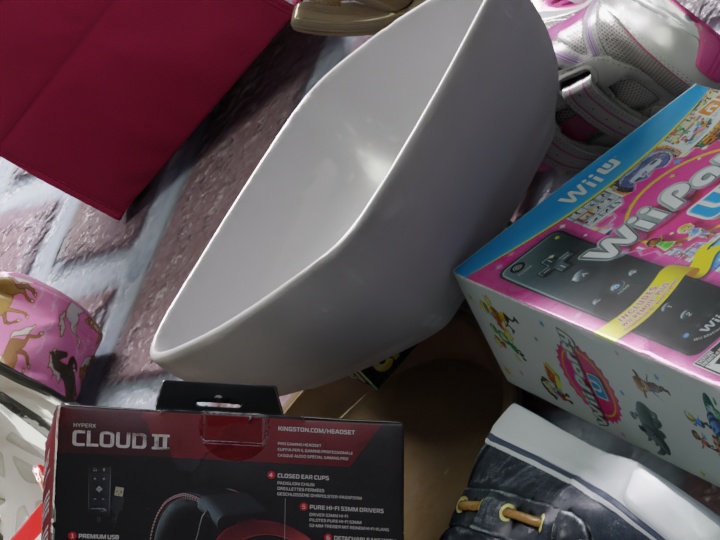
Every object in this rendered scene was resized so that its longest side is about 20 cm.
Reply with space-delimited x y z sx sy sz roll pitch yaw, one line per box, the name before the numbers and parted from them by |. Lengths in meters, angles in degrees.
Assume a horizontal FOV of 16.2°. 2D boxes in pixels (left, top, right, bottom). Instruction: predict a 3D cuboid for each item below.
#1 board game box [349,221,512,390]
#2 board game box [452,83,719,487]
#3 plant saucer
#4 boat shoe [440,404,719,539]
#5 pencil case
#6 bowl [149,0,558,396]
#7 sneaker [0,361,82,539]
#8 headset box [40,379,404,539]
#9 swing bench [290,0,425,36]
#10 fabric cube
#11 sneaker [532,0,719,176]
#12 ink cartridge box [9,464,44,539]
board game box | 0.000 0.000 1.277 0.105 0.023 0.200 -46 20 -11
board game box | 0.151 0.004 1.013 0.147 0.064 0.200 -37 26 -16
plant saucer | 0.005 0.108 1.185 0.200 0.029 0.200 -36 33 28
boat shoe | 0.093 0.122 0.998 0.091 0.071 0.200 -58 24 -4
pencil case | -0.220 0.099 1.453 0.083 0.086 0.200 -10 49 44
bowl | 0.006 -0.027 1.156 0.200 0.075 0.200 -26 28 54
sneaker | -0.196 0.114 1.359 0.200 0.076 0.116 25 82 28
headset box | -0.059 0.142 1.045 0.075 0.148 0.201 125 147 -70
swing bench | -0.023 -0.258 1.458 0.130 0.200 0.199 -38 31 43
fabric cube | -0.172 -0.195 1.559 0.199 0.200 0.197 -46 29 32
sneaker | 0.111 -0.085 1.200 0.088 0.081 0.200 -61 22 -11
ink cartridge box | -0.113 0.185 1.181 0.067 0.116 0.200 -49 29 10
